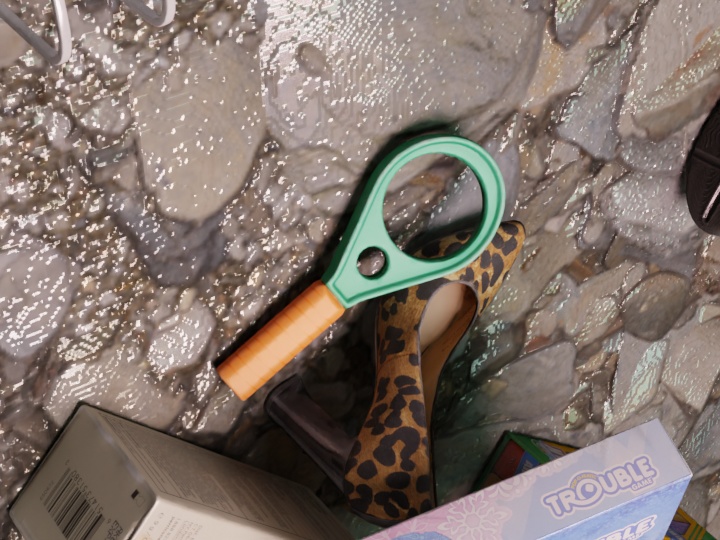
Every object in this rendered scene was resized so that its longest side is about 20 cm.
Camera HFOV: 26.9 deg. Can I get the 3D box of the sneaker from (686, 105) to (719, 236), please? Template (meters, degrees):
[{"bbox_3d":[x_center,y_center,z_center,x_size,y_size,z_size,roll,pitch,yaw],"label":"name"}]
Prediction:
[{"bbox_3d":[0.310,-0.102,1.034,0.115,0.076,0.201,21,101,-44],"label":"sneaker"}]

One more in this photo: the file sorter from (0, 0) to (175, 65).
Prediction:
[{"bbox_3d":[-0.109,-0.171,0.594,0.199,0.124,0.139,-27,133,-25],"label":"file sorter"}]

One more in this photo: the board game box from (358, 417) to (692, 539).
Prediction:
[{"bbox_3d":[0.078,0.180,0.867,0.199,0.043,0.199,-20,149,-13],"label":"board game box"}]

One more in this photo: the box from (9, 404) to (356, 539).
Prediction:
[{"bbox_3d":[-0.089,0.156,0.859,0.200,0.095,0.078,30,98,-46],"label":"box"}]

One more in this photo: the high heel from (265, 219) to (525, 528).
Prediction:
[{"bbox_3d":[0.056,0.060,0.878,0.200,0.142,0.072,-41,135,-11],"label":"high heel"}]

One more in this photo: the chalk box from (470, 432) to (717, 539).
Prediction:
[{"bbox_3d":[0.143,0.204,1.069,0.200,0.124,0.125,20,105,-45],"label":"chalk box"}]

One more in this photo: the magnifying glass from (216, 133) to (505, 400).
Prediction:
[{"bbox_3d":[0.000,0.000,0.865,0.200,0.022,0.080,-41,109,-1],"label":"magnifying glass"}]
